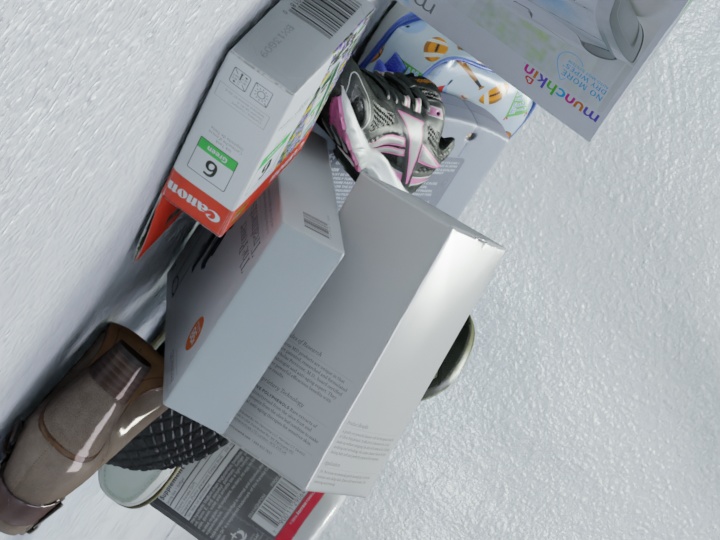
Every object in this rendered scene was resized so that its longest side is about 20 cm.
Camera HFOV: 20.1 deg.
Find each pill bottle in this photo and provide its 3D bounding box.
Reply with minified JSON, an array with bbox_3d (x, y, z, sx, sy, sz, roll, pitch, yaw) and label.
[{"bbox_3d":[-0.120,0.174,1.725,0.111,0.200,0.111,-54,176,-6],"label":"pill bottle"}]

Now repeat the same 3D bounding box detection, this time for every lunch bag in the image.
[{"bbox_3d":[0.040,-0.121,1.628,0.160,0.076,0.200,10,129,-46],"label":"lunch bag"}]

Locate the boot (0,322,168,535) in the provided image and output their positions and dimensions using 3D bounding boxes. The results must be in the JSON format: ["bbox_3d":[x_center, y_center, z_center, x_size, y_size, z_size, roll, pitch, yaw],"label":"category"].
[{"bbox_3d":[-0.192,0.111,1.364,0.146,0.070,0.200,-49,174,-1],"label":"boot"}]

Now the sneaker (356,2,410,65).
[{"bbox_3d":[0.065,-0.195,1.670,0.200,0.082,0.074,-51,175,-9],"label":"sneaker"}]

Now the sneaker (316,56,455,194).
[{"bbox_3d":[0.014,-0.115,1.440,0.086,0.080,0.200,-40,158,-2],"label":"sneaker"}]

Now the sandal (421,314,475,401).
[{"bbox_3d":[0.059,0.056,1.658,0.079,0.058,0.201,-16,-159,8],"label":"sandal"}]

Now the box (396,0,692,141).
[{"bbox_3d":[0.139,-0.225,1.449,0.097,0.200,0.177,-50,176,-39],"label":"box"}]

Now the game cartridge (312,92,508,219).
[{"bbox_3d":[0.012,-0.083,1.563,0.199,0.041,0.133,2,139,-36],"label":"game cartridge"}]

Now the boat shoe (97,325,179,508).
[{"bbox_3d":[-0.158,0.099,1.622,0.068,0.074,0.201,-4,119,-84],"label":"boat shoe"}]

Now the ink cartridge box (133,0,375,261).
[{"bbox_3d":[-0.068,-0.082,1.248,0.109,0.050,0.200,-51,174,-45],"label":"ink cartridge box"}]

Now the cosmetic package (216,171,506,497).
[{"bbox_3d":[0.003,0.046,1.361,0.201,0.085,0.108,-61,154,3],"label":"cosmetic package"}]

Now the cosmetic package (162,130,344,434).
[{"bbox_3d":[-0.076,-0.004,1.366,0.151,0.052,0.200,-58,-163,19],"label":"cosmetic package"}]

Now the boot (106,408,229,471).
[{"bbox_3d":[-0.114,0.079,1.523,0.132,0.199,0.070,-92,172,-61],"label":"boot"}]
